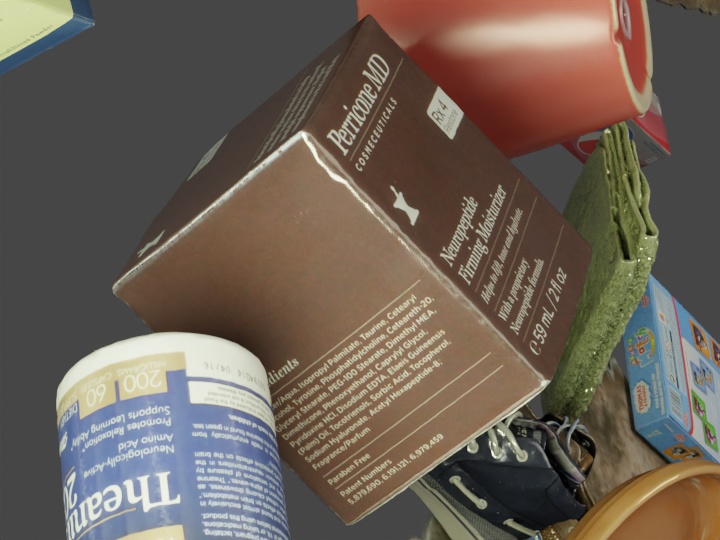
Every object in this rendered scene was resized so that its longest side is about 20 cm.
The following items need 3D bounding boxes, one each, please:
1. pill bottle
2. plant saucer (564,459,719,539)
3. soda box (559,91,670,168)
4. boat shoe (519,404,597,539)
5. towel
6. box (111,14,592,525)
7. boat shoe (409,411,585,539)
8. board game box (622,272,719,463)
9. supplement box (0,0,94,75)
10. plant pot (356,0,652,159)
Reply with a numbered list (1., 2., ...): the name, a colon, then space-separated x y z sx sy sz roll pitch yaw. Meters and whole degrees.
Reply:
1. pill bottle: -0.089 0.141 1.211 0.111 0.111 0.201 33 39 -49
2. plant saucer: 0.181 0.209 1.639 0.037 0.200 0.200 35 5 36
3. soda box: 0.186 -0.149 2.070 0.200 0.070 0.064 33 41 -50
4. boat shoe: 0.128 0.134 1.693 0.201 0.072 0.072 65 23 -1
5. towel: 0.168 0.005 1.777 0.036 0.200 0.149 10 42 -12
6. box: 0.000 0.000 1.408 0.200 0.164 0.166 46 30 -12
7. boat shoe: 0.067 0.104 1.575 0.200 0.093 0.075 47 30 -35
8. board game box: 0.285 0.112 2.070 0.200 0.037 0.152 41 35 -41
9. supplement box: -0.257 -0.193 1.153 0.200 0.134 0.201 11 58 -61
10. plant pot: 0.108 -0.169 1.747 0.200 0.177 0.201 -7 90 -73
